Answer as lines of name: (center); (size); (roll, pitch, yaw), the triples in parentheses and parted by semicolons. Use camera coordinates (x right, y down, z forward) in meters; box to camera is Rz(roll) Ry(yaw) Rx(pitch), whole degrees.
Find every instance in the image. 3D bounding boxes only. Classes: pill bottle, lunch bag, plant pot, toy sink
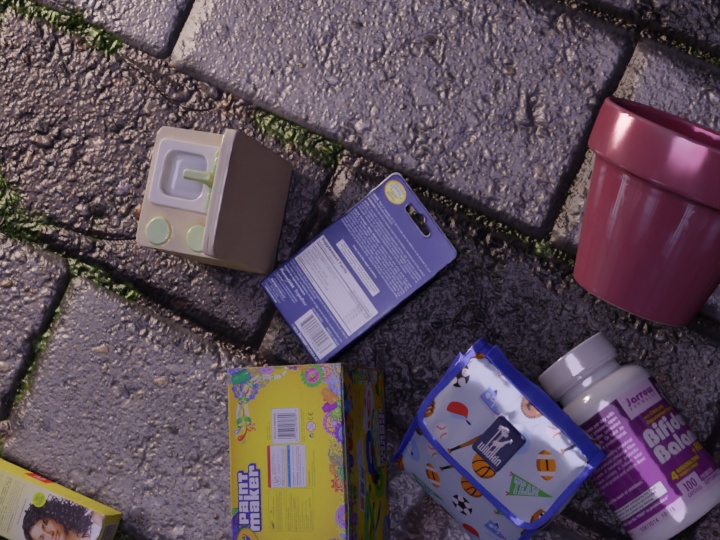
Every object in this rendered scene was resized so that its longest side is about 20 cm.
pill bottle: (0.268, 0.166, 1.302); (0.112, 0.112, 0.201); (-37, 77, 8)
lunch bag: (0.136, 0.176, 1.282); (0.170, 0.201, 0.124); (44, 54, 12)
plant pot: (0.300, -0.052, 1.286); (0.198, 0.200, 0.181); (25, 106, 15)
toy sink: (-0.162, -0.076, 1.395); (0.111, 0.200, 0.132); (10, 87, 15)

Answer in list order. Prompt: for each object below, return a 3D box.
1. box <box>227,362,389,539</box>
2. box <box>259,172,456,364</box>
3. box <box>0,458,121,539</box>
box: (-0.048, 0.201, 1.340); (0.120, 0.193, 0.203); (-4, 83, 14)
box: (0.000, 0.000, 1.430); (0.199, 0.032, 0.122); (-38, 77, 10)
box: (-0.377, 0.274, 1.492); (0.198, 0.050, 0.076); (19, 89, 16)
